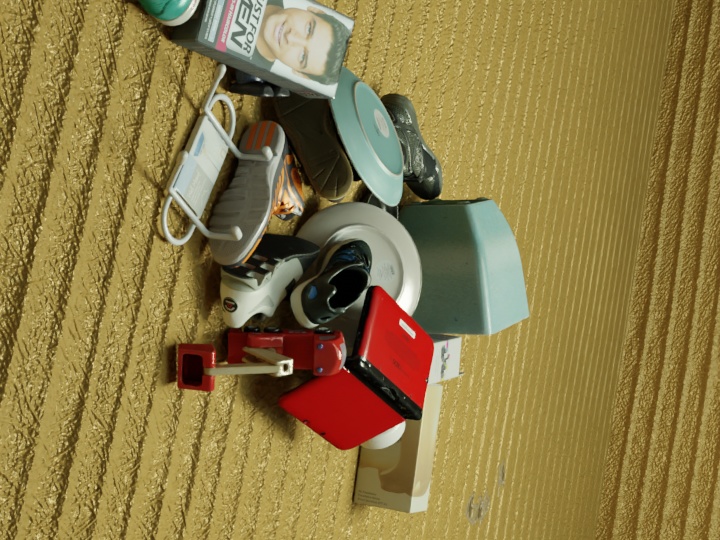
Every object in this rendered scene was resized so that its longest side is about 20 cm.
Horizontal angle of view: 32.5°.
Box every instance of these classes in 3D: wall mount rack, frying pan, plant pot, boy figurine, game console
[{"bbox_3d":[-0.169,-0.131,1.395,0.174,0.074,0.201,57,45,-53],"label":"wall mount rack"},{"bbox_3d":[0.008,-0.057,1.836,0.190,0.031,0.116,-42,133,-50],"label":"frying pan"},{"bbox_3d":[0.146,-0.013,1.964,0.196,0.195,0.201,-14,103,-63],"label":"plant pot"},{"bbox_3d":[-0.114,-0.310,1.484,0.124,0.064,0.201,-7,104,-58],"label":"boy figurine"},{"bbox_3d":[-0.001,0.134,1.660,0.200,0.118,0.173,46,51,-52],"label":"game console"}]

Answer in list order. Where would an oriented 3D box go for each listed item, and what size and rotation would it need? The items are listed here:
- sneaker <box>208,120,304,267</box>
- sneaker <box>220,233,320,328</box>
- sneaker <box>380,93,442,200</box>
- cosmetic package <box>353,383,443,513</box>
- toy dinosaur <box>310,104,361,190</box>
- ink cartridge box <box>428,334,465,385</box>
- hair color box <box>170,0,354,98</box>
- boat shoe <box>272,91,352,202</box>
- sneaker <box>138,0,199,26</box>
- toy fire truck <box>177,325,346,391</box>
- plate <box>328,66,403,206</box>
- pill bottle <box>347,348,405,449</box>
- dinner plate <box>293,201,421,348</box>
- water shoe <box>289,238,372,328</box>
[{"bbox_3d":[-0.116,-0.074,1.518,0.112,0.077,0.201,56,46,-52],"label":"sneaker"},{"bbox_3d":[-0.120,0.013,1.554,0.200,0.074,0.089,-31,137,-57],"label":"sneaker"},{"bbox_3d":[0.062,-0.160,1.880,0.115,0.076,0.200,-64,145,-32],"label":"sneaker"},{"bbox_3d":[0.060,0.271,1.939,0.071,0.105,0.201,14,82,-64],"label":"cosmetic package"},{"bbox_3d":[-0.031,-0.179,1.687,0.199,0.102,0.137,5,74,-31],"label":"toy dinosaur"},{"bbox_3d":[0.084,0.134,1.944,0.200,0.115,0.068,-3,99,-65],"label":"ink cartridge box"},{"bbox_3d":[-0.108,-0.274,1.410,0.199,0.060,0.100,17,87,-40],"label":"hair color box"},{"bbox_3d":[-0.066,-0.176,1.572,0.065,0.073,0.201,112,-38,-75],"label":"boat shoe"},{"bbox_3d":[-0.203,-0.365,1.271,0.121,0.083,0.201,19,80,-74],"label":"sneaker"},{"bbox_3d":[-0.115,0.105,1.485,0.141,0.199,0.049,-103,-165,-79],"label":"toy fire truck"},{"bbox_3d":[0.015,-0.182,1.625,0.200,0.025,0.201,51,26,-37],"label":"plate"},{"bbox_3d":[0.005,0.164,1.788,0.111,0.110,0.201,-61,146,-39],"label":"pill bottle"},{"bbox_3d":[-0.004,0.005,1.684,0.199,0.024,0.202,2,85,-23],"label":"dinner plate"},{"bbox_3d":[-0.014,0.015,1.584,0.200,0.079,0.072,-48,119,-53],"label":"water shoe"}]
